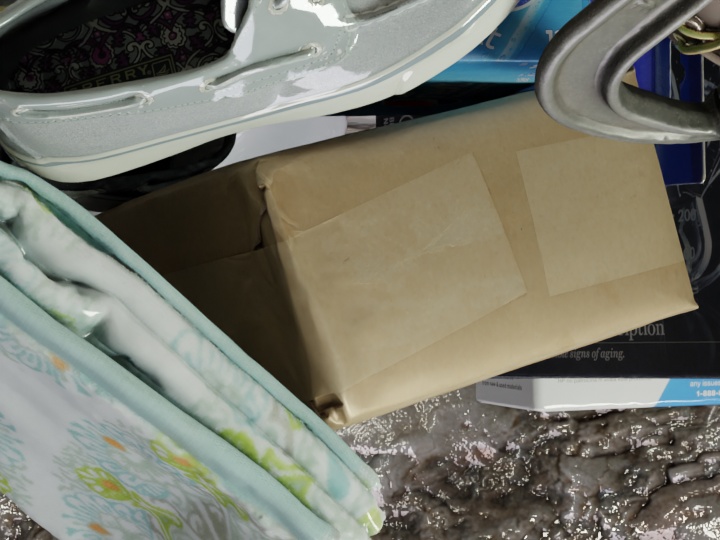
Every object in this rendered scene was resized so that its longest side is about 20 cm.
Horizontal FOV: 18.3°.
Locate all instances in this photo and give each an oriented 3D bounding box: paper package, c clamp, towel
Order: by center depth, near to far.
[{"bbox_3d":[0.164,-0.092,0.759,0.200,0.027,0.171,-33,150,30],"label":"c clamp"},{"bbox_3d":[-0.101,0.051,0.814,0.200,0.048,0.171,43,149,-12],"label":"towel"},{"bbox_3d":[0.000,0.000,0.899,0.200,0.104,0.190,-17,-179,-37],"label":"paper package"}]

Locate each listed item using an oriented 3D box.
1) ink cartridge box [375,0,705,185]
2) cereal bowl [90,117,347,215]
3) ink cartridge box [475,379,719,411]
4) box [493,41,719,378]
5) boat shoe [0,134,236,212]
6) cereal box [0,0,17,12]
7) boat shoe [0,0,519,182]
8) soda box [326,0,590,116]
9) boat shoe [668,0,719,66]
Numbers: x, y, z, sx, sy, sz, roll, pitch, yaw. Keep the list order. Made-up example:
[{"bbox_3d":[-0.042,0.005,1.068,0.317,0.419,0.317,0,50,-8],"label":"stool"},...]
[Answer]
[{"bbox_3d":[0.075,-0.082,1.009,0.039,0.100,0.200,1,176,-35],"label":"ink cartridge box"},{"bbox_3d":[-0.109,-0.061,1.204,0.200,0.083,0.200,-33,169,-7],"label":"cereal bowl"},{"bbox_3d":[0.141,-0.028,1.207,0.144,0.201,0.084,0,180,-21],"label":"ink cartridge box"},{"bbox_3d":[0.146,-0.041,1.048,0.104,0.183,0.200,1,177,-37],"label":"box"},{"bbox_3d":[-0.122,-0.056,0.836,0.068,0.072,0.200,-12,168,33],"label":"boat shoe"},{"bbox_3d":[-0.154,-0.111,0.833,0.200,0.040,0.144,-3,178,42],"label":"cereal box"},{"bbox_3d":[-0.036,-0.087,0.741,0.200,0.070,0.072,-21,161,5],"label":"boat shoe"},{"bbox_3d":[0.031,-0.102,0.886,0.068,0.064,0.200,-1,178,-11],"label":"soda box"},{"bbox_3d":[0.138,-0.108,0.820,0.072,0.060,0.200,-1,178,18],"label":"boat shoe"}]
